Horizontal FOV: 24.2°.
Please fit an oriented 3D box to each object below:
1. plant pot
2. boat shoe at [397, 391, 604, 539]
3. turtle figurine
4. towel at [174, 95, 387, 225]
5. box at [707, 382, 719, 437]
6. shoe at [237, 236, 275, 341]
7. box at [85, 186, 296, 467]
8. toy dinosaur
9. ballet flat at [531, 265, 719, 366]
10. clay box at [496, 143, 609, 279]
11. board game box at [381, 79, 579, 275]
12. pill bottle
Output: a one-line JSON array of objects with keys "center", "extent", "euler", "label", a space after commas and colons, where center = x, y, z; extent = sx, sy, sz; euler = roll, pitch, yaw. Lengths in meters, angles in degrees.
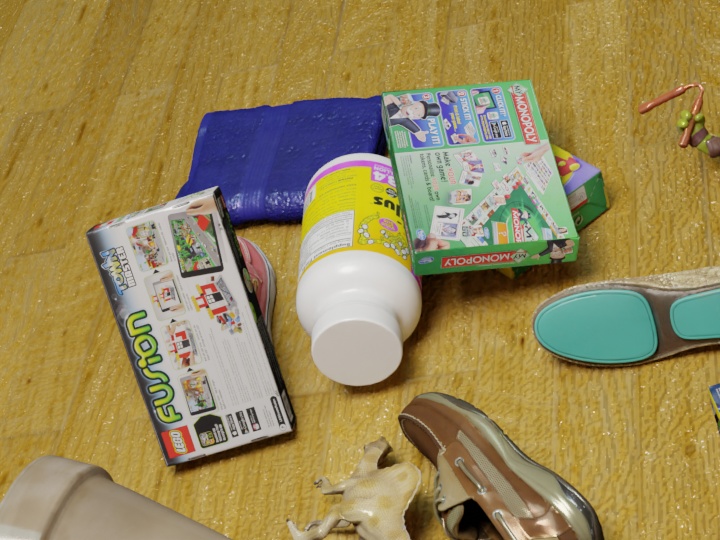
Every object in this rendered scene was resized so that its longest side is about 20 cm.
[{"center": [-0.152, 0.240, 1.140], "extent": [0.172, 0.201, 0.201], "euler": [10, 46, 10], "label": "plant pot"}, {"center": [0.085, 0.156, 1.193], "extent": [0.074, 0.076, 0.200], "euler": [-39, 40, -15], "label": "boat shoe"}, {"center": [0.327, -0.092, 1.372], "extent": [0.198, 0.065, 0.162], "euler": [-1, 50, 12], "label": "turtle figurine"}, {"center": [-0.071, -0.098, 1.593], "extent": [0.199, 0.050, 0.148], "euler": [-4, 49, 21], "label": "towel"}, {"center": [0.290, 0.156, 1.094], "extent": [0.064, 0.070, 0.201], "euler": [-19, 38, 6], "label": "box"}, {"center": [-0.118, 0.007, 1.447], "extent": [0.071, 0.091, 0.201], "euler": [-19, 34, 6], "label": "shoe"}, {"center": [-0.133, 0.045, 1.332], "extent": [0.109, 0.201, 0.035], "euler": [-16, 10, 7], "label": "box"}, {"center": [0.005, 0.179, 1.203], "extent": [0.101, 0.058, 0.200], "euler": [-33, 29, 4], "label": "toy dinosaur"}, {"center": [0.232, 0.032, 1.288], "extent": [0.199, 0.071, 0.065], "euler": [-4, 14, 18], "label": "ballet flat"}, {"center": [0.109, -0.078, 1.475], "extent": [0.115, 0.048, 0.200], "euler": [-36, 42, -18], "label": "clay box"}, {"center": [0.096, -0.081, 1.396], "extent": [0.134, 0.029, 0.201], "euler": [-4, 46, -5], "label": "board game box"}, {"center": [0.000, 0.000, 1.391], "extent": [0.104, 0.105, 0.201], "euler": [-12, 40, 12], "label": "pill bottle"}]
